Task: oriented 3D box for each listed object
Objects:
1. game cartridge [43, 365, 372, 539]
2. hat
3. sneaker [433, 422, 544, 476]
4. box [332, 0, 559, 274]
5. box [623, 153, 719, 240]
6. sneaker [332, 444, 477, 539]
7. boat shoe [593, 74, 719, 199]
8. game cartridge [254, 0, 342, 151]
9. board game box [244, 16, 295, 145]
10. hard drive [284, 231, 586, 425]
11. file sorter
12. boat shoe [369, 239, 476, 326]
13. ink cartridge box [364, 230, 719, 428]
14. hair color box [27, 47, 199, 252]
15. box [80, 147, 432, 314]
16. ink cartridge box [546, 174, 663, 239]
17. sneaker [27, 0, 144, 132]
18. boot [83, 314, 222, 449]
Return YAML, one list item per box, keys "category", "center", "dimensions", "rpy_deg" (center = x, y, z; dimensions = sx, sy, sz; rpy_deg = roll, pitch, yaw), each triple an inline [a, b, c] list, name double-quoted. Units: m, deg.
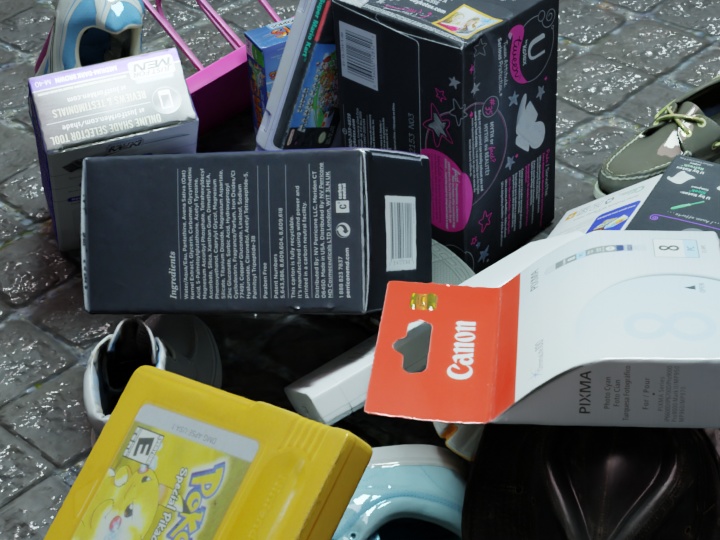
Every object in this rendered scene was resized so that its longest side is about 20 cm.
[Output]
- category: "game cartridge"
  center: [-0.101, 0.149, 0.903]
  dimensions: [0.200, 0.032, 0.177]
  rpy_deg: [10, 69, 51]
- category: "hat"
  center: [0.142, 0.126, 0.906]
  dimensions: [0.200, 0.081, 0.202]
  rpy_deg: [-3, 74, 11]
- category: "sneaker"
  center: [0.138, 0.123, 0.998]
  dimensions: [0.200, 0.077, 0.078]
  rpy_deg: [31, 77, 16]
- category: "box"
  center: [0.065, -0.117, 1.230]
  dimensions: [0.132, 0.201, 0.115]
  rpy_deg: [26, 44, 36]
- category: "box"
  center: [0.216, 0.032, 1.070]
  dimensions: [0.106, 0.123, 0.200]
  rpy_deg: [16, 40, 24]
- category: "sneaker"
  center: [-0.024, 0.154, 0.971]
  dimensions: [0.199, 0.074, 0.082]
  rpy_deg: [-11, 33, -7]
- category: "boat shoe"
  center: [0.264, -0.110, 1.316]
  dimensions: [0.201, 0.061, 0.072]
  rpy_deg: [-27, 41, -28]
- category: "game cartridge"
  center: [-0.009, -0.154, 1.262]
  dimensions: [0.038, 0.201, 0.129]
  rpy_deg: [32, 25, 31]
- category: "board game box"
  center: [0.007, -0.156, 1.348]
  dimensions: [0.199, 0.136, 0.034]
  rpy_deg: [-19, 39, -21]
- category: "hard drive"
  center: [0.049, 0.038, 1.066]
  dimensions: [0.199, 0.027, 0.132]
  rpy_deg: [-31, 3, -9]
- category: "file sorter"
  center: [-0.150, -0.189, 1.369]
  dimensions: [0.200, 0.139, 0.126]
  rpy_deg: [-37, 85, -37]
- category: "boat shoe"
  center: [-0.001, 0.000, 1.203]
  dimensions: [0.201, 0.065, 0.074]
  rpy_deg: [21, 23, 23]
- category: "ink cartridge box"
  center: [0.108, 0.027, 0.923]
  dimensions: [0.199, 0.047, 0.160]
  rpy_deg: [2, 27, 6]
- category: "hair color box"
  center: [-0.182, -0.085, 1.220]
  dimensions: [0.109, 0.200, 0.065]
  rpy_deg: [-14, 75, -13]
- category: "box"
  center: [-0.066, -0.025, 1.095]
  dimensions: [0.199, 0.105, 0.148]
  rpy_deg: [0, 2, 18]
- category: "ink cartridge box"
  center: [0.148, 0.006, 1.152]
  dimensions: [0.095, 0.037, 0.200]
  rpy_deg: [-22, 16, 43]
- category: "sneaker"
  center: [-0.204, -0.139, 1.234]
  dimensions: [0.072, 0.200, 0.073]
  rpy_deg: [-13, 58, -26]
- category: "boot"
  center: [-0.136, 0.065, 1.088]
  dimensions: [0.073, 0.096, 0.200]
  rpy_deg: [-2, 36, 3]
